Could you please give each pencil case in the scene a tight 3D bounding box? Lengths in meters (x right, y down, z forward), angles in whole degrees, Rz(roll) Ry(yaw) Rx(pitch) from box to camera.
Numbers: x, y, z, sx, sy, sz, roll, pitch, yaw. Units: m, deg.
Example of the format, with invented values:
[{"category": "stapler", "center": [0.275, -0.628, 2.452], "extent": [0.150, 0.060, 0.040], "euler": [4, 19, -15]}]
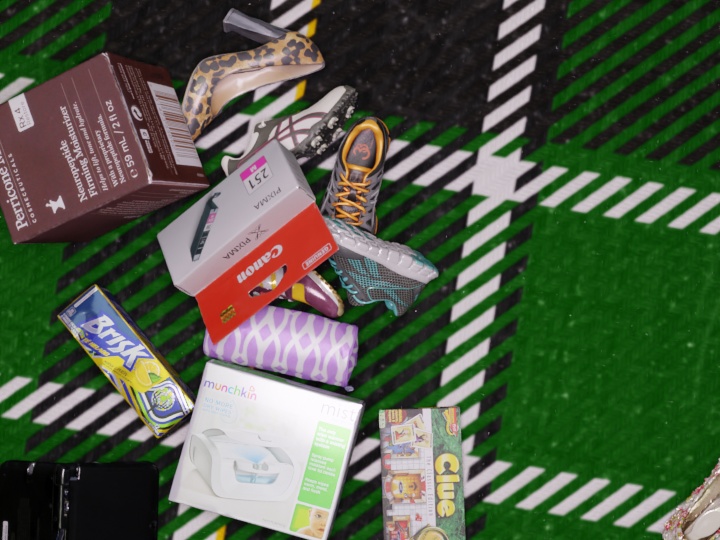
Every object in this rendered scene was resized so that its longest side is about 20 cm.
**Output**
[{"category": "pencil case", "center": [-0.096, 0.088, 1.472], "extent": [0.200, 0.085, 0.084], "euler": [14, 92, 1]}]

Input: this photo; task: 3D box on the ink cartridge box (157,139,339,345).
[{"category": "ink cartridge box", "center": [-0.140, -0.035, 1.414], "extent": [0.200, 0.044, 0.174], "euler": [-38, 49, 12]}]

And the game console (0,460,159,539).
[{"category": "game console", "center": [-0.360, 0.340, 1.488], "extent": [0.176, 0.116, 0.200], "euler": [-3, 83, 31]}]

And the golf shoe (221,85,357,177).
[{"category": "golf shoe", "center": [-0.089, -0.173, 1.503], "extent": [0.088, 0.077, 0.200], "euler": [43, 86, 11]}]

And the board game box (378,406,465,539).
[{"category": "board game box", "center": [0.078, 0.273, 1.484], "extent": [0.105, 0.023, 0.200], "euler": [-3, 85, -1]}]

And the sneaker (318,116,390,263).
[{"category": "sneaker", "center": [-0.010, -0.103, 1.493], "extent": [0.078, 0.077, 0.200], "euler": [10, 87, 0]}]

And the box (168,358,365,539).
[{"category": "box", "center": [-0.111, 0.220, 1.457], "extent": [0.200, 0.097, 0.177], "euler": [16, 88, 3]}]

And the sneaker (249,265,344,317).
[{"category": "sneaker", "center": [-0.114, 0.014, 1.488], "extent": [0.200, 0.075, 0.090], "euler": [37, 86, 13]}]

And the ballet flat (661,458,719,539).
[{"category": "ballet flat", "center": [0.453, 0.280, 1.455], "extent": [0.076, 0.064, 0.200], "euler": [40, 86, 5]}]

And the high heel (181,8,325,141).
[{"category": "high heel", "center": [-0.141, -0.228, 1.508], "extent": [0.143, 0.071, 0.200], "euler": [23, 79, 6]}]

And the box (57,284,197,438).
[{"category": "box", "center": [-0.287, 0.114, 1.481], "extent": [0.064, 0.070, 0.200], "euler": [-41, 86, -3]}]

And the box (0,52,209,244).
[{"category": "box", "center": [-0.323, -0.142, 1.432], "extent": [0.200, 0.164, 0.166], "euler": [-22, 86, 17]}]

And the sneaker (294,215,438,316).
[{"category": "sneaker", "center": [0.000, 0.000, 1.455], "extent": [0.200, 0.078, 0.091], "euler": [23, 103, -26]}]
